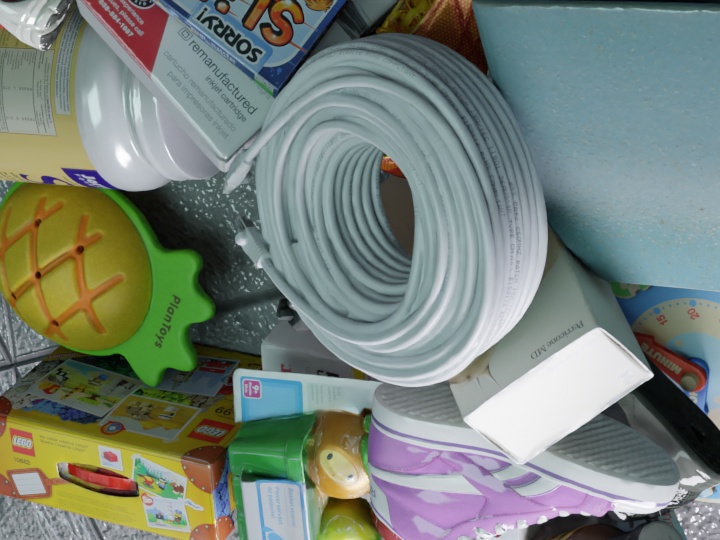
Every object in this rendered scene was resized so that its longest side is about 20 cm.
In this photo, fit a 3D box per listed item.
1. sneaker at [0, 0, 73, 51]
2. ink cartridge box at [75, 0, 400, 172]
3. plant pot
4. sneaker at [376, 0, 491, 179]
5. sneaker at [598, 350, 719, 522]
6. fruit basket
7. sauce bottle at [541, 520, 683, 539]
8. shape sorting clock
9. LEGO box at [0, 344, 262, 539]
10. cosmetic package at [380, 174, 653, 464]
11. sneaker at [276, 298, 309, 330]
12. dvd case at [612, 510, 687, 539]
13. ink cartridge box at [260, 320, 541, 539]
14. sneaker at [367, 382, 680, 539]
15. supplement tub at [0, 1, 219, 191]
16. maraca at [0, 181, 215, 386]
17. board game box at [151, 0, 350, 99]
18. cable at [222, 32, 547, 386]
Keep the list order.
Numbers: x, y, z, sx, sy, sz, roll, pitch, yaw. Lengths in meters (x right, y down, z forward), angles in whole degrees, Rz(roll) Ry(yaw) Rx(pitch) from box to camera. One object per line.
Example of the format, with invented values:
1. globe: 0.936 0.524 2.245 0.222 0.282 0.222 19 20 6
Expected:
1. sneaker: -0.210 -0.231 1.183 0.084 0.201 0.077 25 131 -13
2. ink cartridge box: -0.060 -0.184 1.130 0.200 0.084 0.144 -43 92 -6
3. plant pot: 0.197 -0.100 1.042 0.195 0.196 0.202 5 123 26
4. sneaker: 0.050 -0.146 1.083 0.073 0.077 0.202 48 126 56
5. sneaker: 0.140 0.086 1.192 0.200 0.076 0.114 48 120 0
6. fruit basket: 0.010 0.160 1.233 0.198 0.094 0.187 7 118 22
7. sauce bottle: 0.157 0.213 1.265 0.065 0.065 0.200 51 148 -4
8. shape sorting clock: 0.225 0.067 1.204 0.198 0.039 0.202 13 121 22
9. LEGO box: -0.161 0.121 1.374 0.198 0.149 0.078 10 120 24
10. cosmetic package: 0.090 0.005 1.115 0.103 0.201 0.073 -36 135 15
11. sneaker: 0.000 0.000 1.207 0.097 0.200 0.072 12 102 6
12. dvd case: 0.189 0.268 1.279 0.022 0.147 0.201 7 128 -23
13. ink cartridge box: 0.035 0.114 1.305 0.198 0.086 0.149 11 120 22
14. sneaker: 0.100 0.143 1.148 0.199 0.073 0.115 13 114 18
15. supplement tub: -0.193 -0.131 1.260 0.198 0.145 0.147 6 118 26
16. maraca: -0.195 0.003 1.353 0.199 0.107 0.138 30 117 19
17. board game box: -0.088 -0.217 1.069 0.199 0.034 0.136 37 85 -1
18. cable: 0.019 -0.033 1.035 0.201 0.069 0.200 56 138 18
